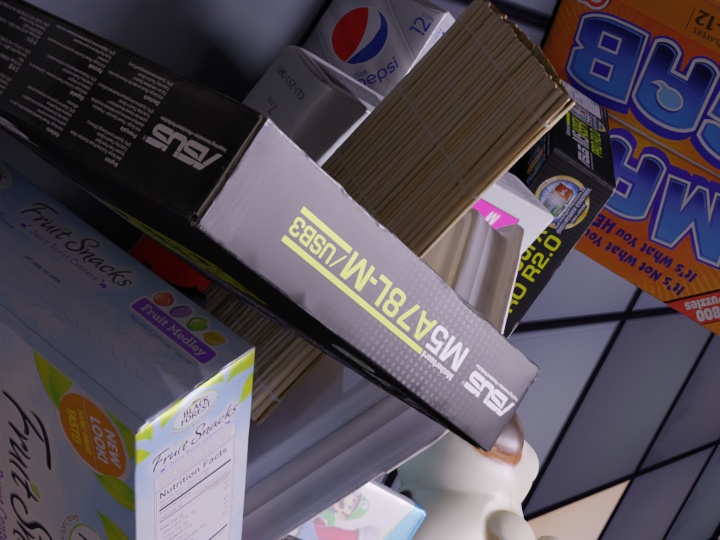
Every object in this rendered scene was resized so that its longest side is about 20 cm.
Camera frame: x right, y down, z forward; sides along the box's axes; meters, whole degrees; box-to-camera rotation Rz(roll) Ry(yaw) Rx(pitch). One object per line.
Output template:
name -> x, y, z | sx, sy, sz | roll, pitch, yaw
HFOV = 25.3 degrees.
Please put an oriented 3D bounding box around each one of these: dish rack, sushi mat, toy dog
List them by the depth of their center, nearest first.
sushi mat -> 0.006, -0.030, 0.713 | 0.200, 0.096, 0.012 | -46, 128, 12
dish rack -> -0.016, 0.052, 0.756 | 0.200, 0.044, 0.172 | -37, -163, 29
toy dog -> 0.048, 0.175, 1.087 | 0.139, 0.193, 0.201 | -20, -137, 65

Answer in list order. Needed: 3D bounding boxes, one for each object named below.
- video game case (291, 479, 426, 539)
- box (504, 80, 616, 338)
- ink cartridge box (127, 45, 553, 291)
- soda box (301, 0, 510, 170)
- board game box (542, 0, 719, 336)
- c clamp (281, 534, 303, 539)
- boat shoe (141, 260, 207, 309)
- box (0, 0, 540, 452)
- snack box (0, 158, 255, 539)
video game case -> -0.071, 0.161, 0.936 | 0.200, 0.018, 0.144 | 32, 90, -31
box -> 0.095, -0.026, 1.005 | 0.161, 0.044, 0.200 | -55, -175, 20
ink cartridge box -> -0.018, -0.005, 0.829 | 0.174, 0.044, 0.200 | -50, 139, 14
soda box -> 0.036, -0.097, 0.912 | 0.068, 0.063, 0.200 | -57, 157, 1
board game box -> 0.250, -0.110, 1.138 | 0.200, 0.199, 0.201 | -22, 138, -52
c clamp -> -0.065, 0.143, 0.781 | 0.171, 0.199, 0.027 | -34, 126, -35
boat shoe -> -0.106, 0.056, 0.783 | 0.200, 0.060, 0.074 | 104, 1, -58
box -> -0.052, -0.022, 0.605 | 0.048, 0.200, 0.193 | -57, 139, -4
snack box -> -0.127, 0.070, 0.670 | 0.068, 0.168, 0.201 | -36, 149, -34
